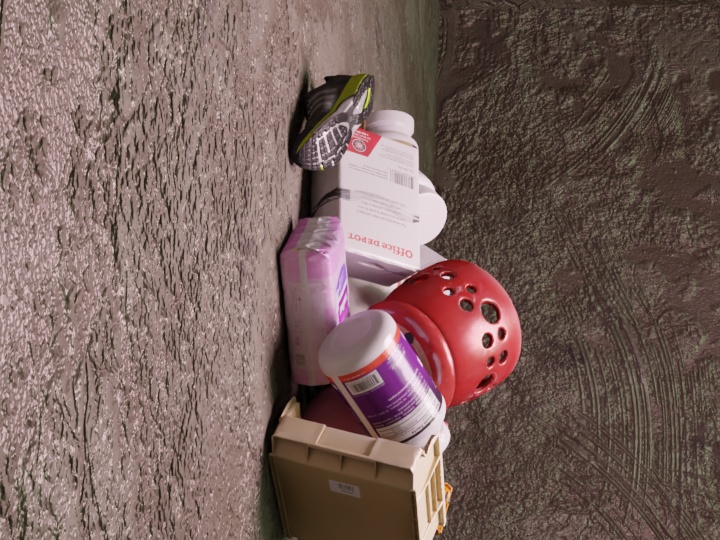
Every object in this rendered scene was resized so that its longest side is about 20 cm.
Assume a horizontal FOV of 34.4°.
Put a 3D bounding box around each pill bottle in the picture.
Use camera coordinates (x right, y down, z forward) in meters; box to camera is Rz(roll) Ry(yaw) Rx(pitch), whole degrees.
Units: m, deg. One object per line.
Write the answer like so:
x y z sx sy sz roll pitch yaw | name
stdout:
0.056 -0.128 1.942 0.200 0.112 0.114 47 -31 50 | pill bottle
0.052 -0.192 2.199 0.116 0.114 0.202 64 27 -72 | pill bottle
0.037 0.156 1.503 0.201 0.112 0.113 57 23 -25 | pill bottle

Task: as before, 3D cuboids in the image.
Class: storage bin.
-0.003 0.269 1.476 0.094 0.198 0.200 -59 153 -44 | storage bin

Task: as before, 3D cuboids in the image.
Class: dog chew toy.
0.008 0.250 1.604 0.125 0.200 0.125 -46 166 -16 | dog chew toy

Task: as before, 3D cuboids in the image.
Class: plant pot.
0.099 0.103 1.654 0.182 0.199 0.203 -22 118 -44 | plant pot

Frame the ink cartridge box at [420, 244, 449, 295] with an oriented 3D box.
0.061 0.016 2.005 0.200 0.083 0.146 36 -40 44 | ink cartridge box

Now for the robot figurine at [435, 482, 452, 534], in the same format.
0.072 0.330 1.726 0.200 0.058 0.146 40 59 -46 | robot figurine

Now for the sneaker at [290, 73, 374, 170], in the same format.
-0.051 -0.208 1.623 0.200 0.080 0.074 -55 146 -43 | sneaker

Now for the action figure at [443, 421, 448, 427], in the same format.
0.078 0.213 1.772 0.200 0.065 0.100 13 88 -65 | action figure

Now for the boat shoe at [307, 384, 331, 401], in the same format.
-0.038 0.173 1.710 0.075 0.072 0.202 -66 156 -71 | boat shoe

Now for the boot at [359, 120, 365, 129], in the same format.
-0.025 -0.237 1.808 0.201 0.073 0.156 99 0 -45 | boot

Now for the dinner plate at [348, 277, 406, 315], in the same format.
0.000 0.000 1.739 0.024 0.199 0.202 -13 -108 54 | dinner plate

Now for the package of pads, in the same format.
-0.058 0.041 1.558 0.121 0.075 0.202 -64 153 -63 | package of pads

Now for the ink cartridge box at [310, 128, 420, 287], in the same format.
0.007 -0.092 1.688 0.084 0.143 0.202 -32 -129 49 | ink cartridge box
